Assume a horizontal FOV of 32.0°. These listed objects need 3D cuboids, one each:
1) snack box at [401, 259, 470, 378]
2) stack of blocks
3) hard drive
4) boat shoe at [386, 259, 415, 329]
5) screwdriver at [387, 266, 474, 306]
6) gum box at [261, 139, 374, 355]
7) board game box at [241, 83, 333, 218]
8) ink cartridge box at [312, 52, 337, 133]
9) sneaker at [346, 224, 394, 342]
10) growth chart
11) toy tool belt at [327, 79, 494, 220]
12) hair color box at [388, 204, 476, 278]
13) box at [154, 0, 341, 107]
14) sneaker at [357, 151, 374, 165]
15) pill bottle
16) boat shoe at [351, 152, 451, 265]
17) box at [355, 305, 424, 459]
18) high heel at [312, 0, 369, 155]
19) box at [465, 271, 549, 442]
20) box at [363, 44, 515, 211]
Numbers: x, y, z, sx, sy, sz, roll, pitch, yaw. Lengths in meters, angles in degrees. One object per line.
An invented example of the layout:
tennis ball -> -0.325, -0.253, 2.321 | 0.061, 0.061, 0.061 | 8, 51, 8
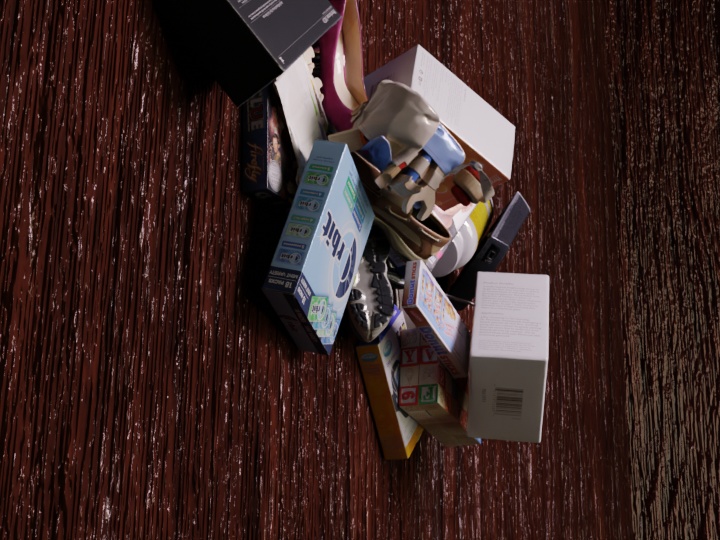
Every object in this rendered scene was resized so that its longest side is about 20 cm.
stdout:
snack box -> 0.106, 0.069, 1.699 | 0.200, 0.024, 0.072 | 53, 37, -49
stack of blocks -> 0.118, 0.170, 1.811 | 0.200, 0.058, 0.115 | 48, 40, -56
hard drive -> 0.203, -0.024, 2.023 | 0.135, 0.042, 0.200 | -56, 178, -41
boat shoe -> 0.071, 0.004, 1.854 | 0.057, 0.067, 0.200 | 115, -26, -88
screwdriver -> 0.100, 0.028, 1.811 | 0.200, 0.029, 0.028 | 18, 85, -24
gum box -> -0.046, -0.025, 1.489 | 0.170, 0.044, 0.200 | 66, 38, -60
board game box -> -0.083, -0.133, 1.528 | 0.200, 0.035, 0.136 | 30, 56, -64
ink cartridge box -> -0.037, -0.267, 1.683 | 0.099, 0.039, 0.200 | 38, 48, -60
sneaker -> 0.000, 0.000, 1.678 | 0.080, 0.077, 0.200 | 107, -17, -65
growth chart -> -0.069, -0.188, 1.509 | 0.145, 0.018, 0.200 | -49, 129, -63
toy tool belt -> 0.059, -0.128, 1.548 | 0.200, 0.123, 0.125 | 47, -3, -22
hair color box -> 0.098, -0.092, 1.797 | 0.100, 0.060, 0.200 | 50, 51, -19
box -> -0.117, -0.283, 1.370 | 0.141, 0.079, 0.200 | 49, 31, -10
sneaker -> 0.046, -0.155, 1.808 | 0.200, 0.078, 0.066 | -3, 85, -70
pill bottle -> 0.136, -0.066, 1.959 | 0.200, 0.111, 0.112 | -55, 134, -60
boat shoe -> 0.044, -0.092, 1.633 | 0.200, 0.074, 0.076 | 45, 30, -28
box -> 0.044, 0.150, 1.762 | 0.119, 0.041, 0.200 | -50, 127, -62
high heel -> -0.007, -0.250, 1.579 | 0.067, 0.096, 0.200 | -8, 72, -48
box -> 0.208, 0.119, 1.773 | 0.200, 0.106, 0.153 | -77, 169, -55
box -> 0.096, -0.187, 1.685 | 0.200, 0.124, 0.098 | 34, 48, -31
